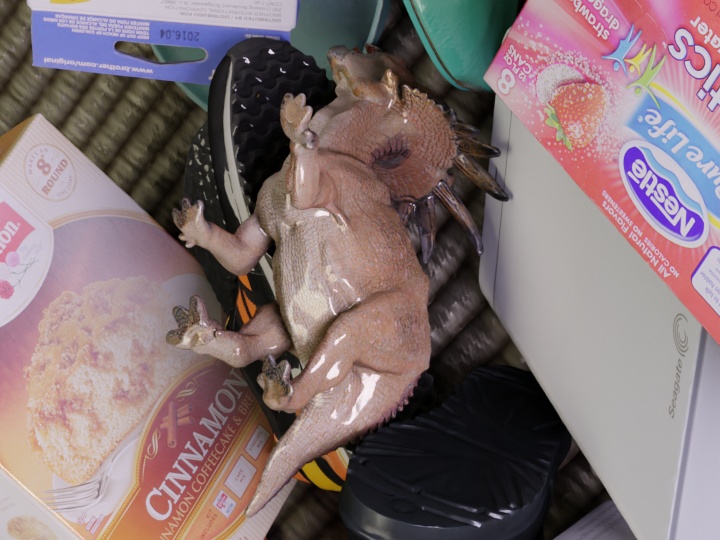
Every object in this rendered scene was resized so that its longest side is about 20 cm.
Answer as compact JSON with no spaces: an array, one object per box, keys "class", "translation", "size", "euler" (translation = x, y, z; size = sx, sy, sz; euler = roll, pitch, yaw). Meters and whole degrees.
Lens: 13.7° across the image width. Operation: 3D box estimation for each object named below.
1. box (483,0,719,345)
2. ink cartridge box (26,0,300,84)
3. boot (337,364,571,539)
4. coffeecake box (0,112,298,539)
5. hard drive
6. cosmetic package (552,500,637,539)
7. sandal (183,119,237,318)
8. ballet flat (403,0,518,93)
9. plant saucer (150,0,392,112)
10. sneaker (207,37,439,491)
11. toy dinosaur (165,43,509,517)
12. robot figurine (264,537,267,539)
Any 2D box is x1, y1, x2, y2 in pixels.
[{"class":"box","translation":[0.150,-0.040,1.010],"size":[0.200,0.094,0.103],"euler":[49,133,22]},{"class":"ink cartridge box","translation":[-0.080,-0.169,1.257],"size":[0.042,0.118,0.201],"euler":[-85,0,-52]},{"class":"boot","translation":[0.030,0.139,1.242],"size":[0.073,0.198,0.163],"euler":[20,110,14]},{"class":"coffeecake box","translation":[-0.126,0.056,1.358],"size":[0.200,0.154,0.073],"euler":[43,143,-16]},{"class":"hard drive","translation":[0.097,0.009,1.178],"size":[0.200,0.027,0.133],"euler":[-121,29,-50]},{"class":"cosmetic package","translation":[0.114,0.205,1.208],"size":[0.081,0.113,0.201],"euler":[2,103,31]},{"class":"sandal","translation":[-0.019,0.016,1.367],"size":[0.075,0.048,0.201],"euler":[-19,101,38]},{"class":"ballet flat","translation":[0.035,-0.174,1.232],"size":[0.070,0.067,0.201],"euler":[-22,87,32]},{"class":"plant saucer","translation":[-0.042,-0.163,1.346],"size":[0.199,0.036,0.201],"euler":[18,115,46]},{"class":"sneaker","translation":[-0.036,0.002,1.298],"size":[0.090,0.070,0.201],"euler":[-13,97,51]},{"class":"toy dinosaur","translation":[0.000,0.000,1.219],"size":[0.086,0.135,0.202],"euler":[-3,85,48]},{"class":"robot figurine","translation":[-0.093,0.202,1.460],"size":[0.199,0.116,0.145],"euler":[-6,97,51]}]
